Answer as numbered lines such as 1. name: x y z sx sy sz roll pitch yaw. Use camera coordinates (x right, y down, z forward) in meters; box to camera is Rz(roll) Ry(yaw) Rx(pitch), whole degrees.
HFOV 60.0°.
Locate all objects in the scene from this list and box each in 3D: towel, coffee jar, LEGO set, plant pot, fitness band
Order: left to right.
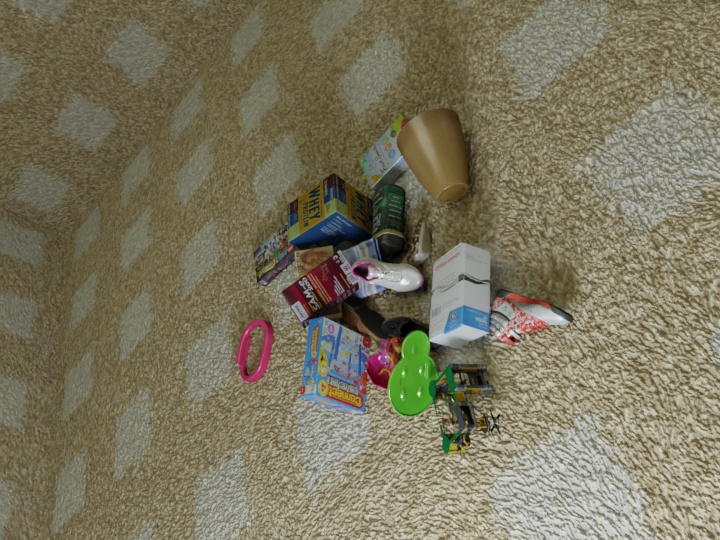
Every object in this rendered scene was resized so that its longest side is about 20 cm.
1. fitness band: -0.345 0.259 2.028 0.141 0.037 0.206 -9 64 43
2. towel: 0.000 0.000 1.745 0.198 0.023 0.152 -19 80 55
3. coffee jar: 0.078 -0.132 1.750 0.104 0.083 0.206 -40 42 53
4. plant pot: 0.212 -0.287 1.653 0.184 0.184 0.205 -33 64 29
5. LEGO set: 0.239 0.301 1.374 0.203 0.112 0.156 -106 28 -43

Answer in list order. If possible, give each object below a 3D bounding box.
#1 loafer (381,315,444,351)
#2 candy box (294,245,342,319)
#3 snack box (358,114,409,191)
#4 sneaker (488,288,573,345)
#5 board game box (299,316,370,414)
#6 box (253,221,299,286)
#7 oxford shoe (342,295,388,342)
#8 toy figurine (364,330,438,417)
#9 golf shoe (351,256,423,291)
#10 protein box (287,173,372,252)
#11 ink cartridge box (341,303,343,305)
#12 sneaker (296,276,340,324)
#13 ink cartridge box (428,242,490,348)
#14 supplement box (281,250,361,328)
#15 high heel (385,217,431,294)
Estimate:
1. loafer: 0.127 0.148 1.565 0.197 0.063 0.073 12 70 42
2. candy box: -0.118 0.040 1.757 0.112 0.056 0.206 -9 69 0
3. snack box: 0.093 -0.350 1.880 0.200 0.052 0.144 -43 43 22
4. sneaker: 0.360 0.117 1.350 0.199 0.066 0.110 19 85 52
5. board game box: -0.060 0.249 1.615 0.055 0.198 0.201 -14 60 37
6. box: -0.285 -0.060 2.132 0.199 0.037 0.139 -38 46 26
7. oxford shoe: 0.014 0.147 1.708 0.199 0.070 0.073 41 129 47
8. toy figurine: 0.081 0.229 1.522 0.183 0.146 0.207 14 105 58
9. golf shoe: 0.064 0.014 1.606 0.195 0.091 0.078 10 98 23
10. protein box: -0.082 -0.143 1.843 0.197 0.197 0.138 -28 51 32
11. ink cartridge box: -0.108 0.057 1.861 0.197 0.036 0.098 -5 93 47
12. sneaker: -0.136 0.091 1.801 0.203 0.087 0.079 60 149 17
13. ink cartridge box: 0.233 0.060 1.461 0.144 0.082 0.206 142 139 -58
14. supplement box: -0.104 0.051 1.691 0.198 0.061 0.110 -36 74 -9
15. high heel: 0.118 -0.038 1.674 0.140 0.071 0.207 -5 75 37
